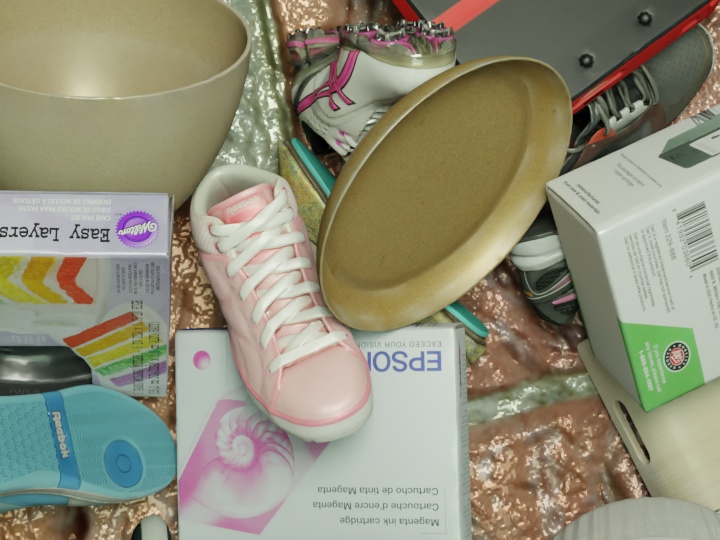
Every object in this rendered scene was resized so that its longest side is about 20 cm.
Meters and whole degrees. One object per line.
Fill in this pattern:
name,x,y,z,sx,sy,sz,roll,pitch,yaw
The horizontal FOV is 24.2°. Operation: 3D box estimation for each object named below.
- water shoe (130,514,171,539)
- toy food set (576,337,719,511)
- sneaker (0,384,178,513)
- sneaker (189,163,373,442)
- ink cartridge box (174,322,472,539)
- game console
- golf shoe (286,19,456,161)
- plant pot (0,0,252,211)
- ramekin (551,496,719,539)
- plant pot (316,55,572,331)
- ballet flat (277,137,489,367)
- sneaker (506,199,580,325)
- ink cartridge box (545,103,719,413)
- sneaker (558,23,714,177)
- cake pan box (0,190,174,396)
water shoe,-0.176,0.257,1.109,0.078,0.072,0.201,12,88,-5
toy food set,0.272,0.073,1.177,0.199,0.060,0.144,-25,81,-8
sneaker,-0.229,0.130,1.107,0.199,0.130,0.080,9,61,-40
sneaker,-0.057,0.012,1.055,0.075,0.201,0.105,-22,137,-8
ink cartridge box,-0.025,0.136,1.110,0.195,0.043,0.202,-2,89,15
game console,0.124,-0.201,1.102,0.200,0.031,0.177,-36,84,-9
golf shoe,0.011,-0.114,1.071,0.072,0.200,0.093,-6,97,-19
plant pot,-0.171,-0.092,1.068,0.199,0.201,0.135,2,120,-7
ramekin,0.195,0.246,1.110,0.199,0.105,0.202,2,111,4
plant pot,0.047,-0.050,1.026,0.200,0.200,0.027,-44,58,-5
ballet flat,0.000,0.000,1.138,0.200,0.071,0.071,45,85,-5
sneaker,0.193,-0.026,1.164,0.199,0.080,0.087,-20,114,-8
ink cartridge box,0.239,-0.022,1.089,0.199,0.084,0.147,-24,120,-8
sneaker,0.165,-0.106,1.146,0.199,0.082,0.077,-35,94,-6
cake pan box,-0.210,0.019,1.053,0.183,0.200,0.053,3,60,-7
